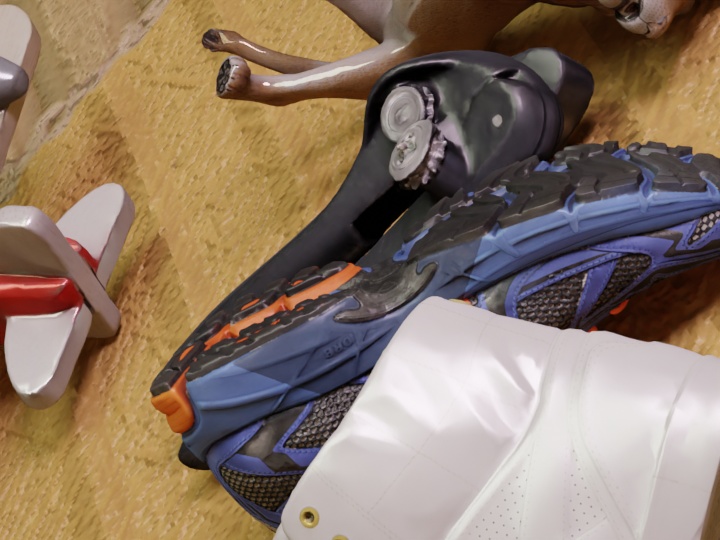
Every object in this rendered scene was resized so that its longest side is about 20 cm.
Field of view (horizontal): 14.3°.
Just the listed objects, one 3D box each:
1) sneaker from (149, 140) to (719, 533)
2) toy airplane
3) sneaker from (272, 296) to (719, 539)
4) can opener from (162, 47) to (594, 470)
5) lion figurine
[{"bbox_3d":[0.036,0.021,0.904,0.199,0.079,0.075,-25,15,11],"label":"sneaker"},{"bbox_3d":[-0.190,-0.003,1.142,0.199,0.141,0.200,-44,31,9],"label":"toy airplane"},{"bbox_3d":[0.026,0.108,0.746,0.115,0.074,0.201,15,83,19],"label":"sneaker"},{"bbox_3d":[0.000,0.000,0.979,0.200,0.078,0.064,-46,46,22],"label":"can opener"},{"bbox_3d":[0.035,-0.100,1.015,0.200,0.122,0.073,-22,62,59],"label":"lion figurine"}]
